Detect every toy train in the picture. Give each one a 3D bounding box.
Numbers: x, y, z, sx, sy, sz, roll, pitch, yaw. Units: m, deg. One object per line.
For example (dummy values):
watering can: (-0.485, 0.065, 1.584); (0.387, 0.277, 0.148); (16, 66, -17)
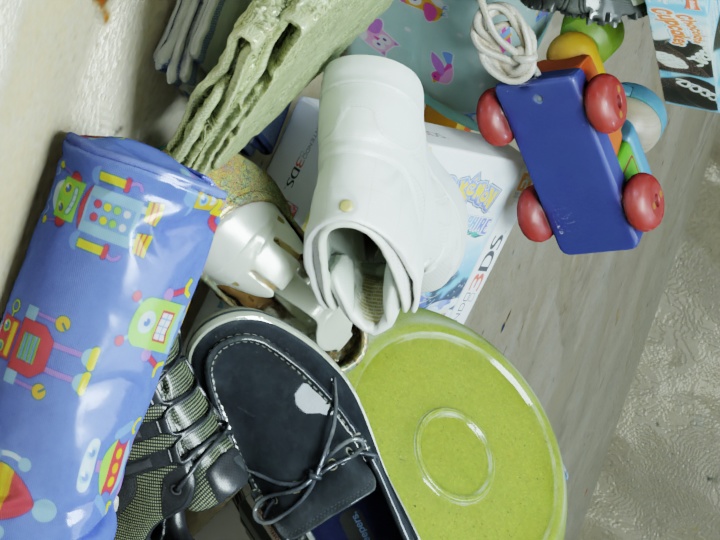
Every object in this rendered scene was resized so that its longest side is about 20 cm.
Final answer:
toy train: (0.120, -0.118, 1.552); (0.200, 0.085, 0.116); (65, 34, -31)

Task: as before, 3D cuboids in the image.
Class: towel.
towel: (-0.019, -0.130, 1.307); (0.200, 0.036, 0.148); (-46, 177, -38)
towel: (-0.052, -0.143, 1.394); (0.200, 0.024, 0.147); (44, 66, -76)

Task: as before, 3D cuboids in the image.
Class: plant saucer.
plant saucer: (0.045, 0.107, 1.502); (0.031, 0.200, 0.200); (-31, -158, 47)

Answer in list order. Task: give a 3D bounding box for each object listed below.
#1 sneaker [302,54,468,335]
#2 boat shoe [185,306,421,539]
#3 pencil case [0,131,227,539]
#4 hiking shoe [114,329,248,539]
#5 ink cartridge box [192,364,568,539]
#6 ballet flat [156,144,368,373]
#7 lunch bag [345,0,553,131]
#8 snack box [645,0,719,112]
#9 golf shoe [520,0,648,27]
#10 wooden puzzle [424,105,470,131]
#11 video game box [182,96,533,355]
sneaker: (0.008, -0.011, 1.396); (0.200, 0.074, 0.116); (66, 28, -59)
boat shoe: (-0.022, 0.105, 1.388); (0.200, 0.075, 0.062); (60, 3, -17)
pencil case: (-0.123, 0.038, 1.239); (0.087, 0.078, 0.200); (11, 99, -47)
hiking shoe: (-0.096, 0.070, 1.347); (0.076, 0.101, 0.200); (-52, 157, -56)
ink cartridge box: (0.004, 0.147, 1.615); (0.145, 0.084, 0.200); (-7, 152, -41)
ballet flat: (-0.048, -0.001, 1.396); (0.071, 0.071, 0.200); (-66, 148, -18)
lunch bag: (0.076, -0.216, 1.602); (0.200, 0.122, 0.170); (-56, 160, -30)
snack box: (0.189, -0.174, 1.487); (0.200, 0.037, 0.116); (57, 45, -72)
golf shoe: (0.137, -0.201, 1.494); (0.200, 0.078, 0.095); (-61, 158, -58)
wooden puzzle: (0.048, -0.115, 1.788); (0.185, 0.046, 0.200); (-41, 147, -64)
video game box: (0.000, 0.000, 1.553); (0.200, 0.047, 0.182); (7, 111, -53)
